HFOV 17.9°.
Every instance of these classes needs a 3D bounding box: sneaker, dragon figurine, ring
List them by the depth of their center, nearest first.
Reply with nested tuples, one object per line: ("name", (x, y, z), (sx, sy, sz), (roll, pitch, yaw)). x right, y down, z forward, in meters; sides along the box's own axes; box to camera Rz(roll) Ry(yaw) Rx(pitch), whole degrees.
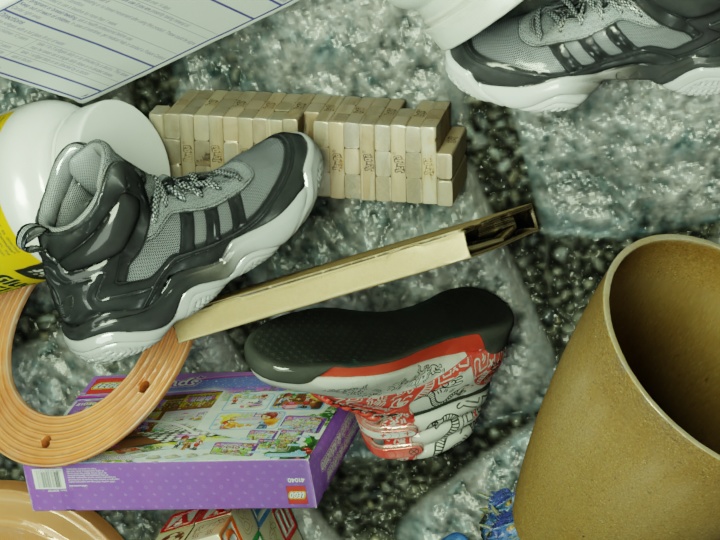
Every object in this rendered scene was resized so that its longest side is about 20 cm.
("sneaker", (0.145, -0.162, 1.369), (0.199, 0.076, 0.114), (-3, 134, 11))
("sneaker", (-0.114, -0.043, 1.377), (0.075, 0.200, 0.114), (23, 148, 52))
("sneaker", (0.007, 0.079, 1.469), (0.067, 0.201, 0.108), (44, 130, 39))
("ring", (-0.179, 0.038, 1.515), (0.200, 0.201, 0.019), (-28, 143, 24))
("dragon figurine", (0.060, 0.219, 1.571), (0.200, 0.059, 0.100), (-30, 100, 31))

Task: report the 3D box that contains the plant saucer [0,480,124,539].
("plant saucer", (-0.249, 0.251, 1.687), (0.199, 0.032, 0.201), (5, 113, 13))

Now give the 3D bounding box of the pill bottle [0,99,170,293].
("pill bottle", (-0.224, -0.046, 1.490), (0.200, 0.112, 0.113), (-15, 108, 37))

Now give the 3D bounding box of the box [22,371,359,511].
("box", (-0.108, 0.113, 1.533), (0.199, 0.137, 0.039), (-2, 113, 17))

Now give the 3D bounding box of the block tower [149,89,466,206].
("block tower", (-0.033, -0.081, 1.479), (0.199, 0.058, 0.054), (4, 113, 12))

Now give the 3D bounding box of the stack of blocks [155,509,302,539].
("stack of blocks", (-0.067, 0.248, 1.589), (0.058, 0.115, 0.201), (-17, 107, 21))

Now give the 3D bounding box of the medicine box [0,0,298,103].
("medicine box", (-0.152, -0.198, 1.382), (0.199, 0.182, 0.103), (-24, 74, 22))

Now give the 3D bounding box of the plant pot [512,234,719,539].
("plant pot", (0.184, 0.113, 1.444), (0.186, 0.187, 0.200), (34, 130, 0))

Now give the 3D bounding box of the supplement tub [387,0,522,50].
("supplement tub", (0.035, -0.245, 1.345), (0.140, 0.140, 0.200), (-35, 99, 25))

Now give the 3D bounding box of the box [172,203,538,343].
("box", (0.000, 0.000, 1.444), (0.199, 0.163, 0.021), (-17, 91, 21))
